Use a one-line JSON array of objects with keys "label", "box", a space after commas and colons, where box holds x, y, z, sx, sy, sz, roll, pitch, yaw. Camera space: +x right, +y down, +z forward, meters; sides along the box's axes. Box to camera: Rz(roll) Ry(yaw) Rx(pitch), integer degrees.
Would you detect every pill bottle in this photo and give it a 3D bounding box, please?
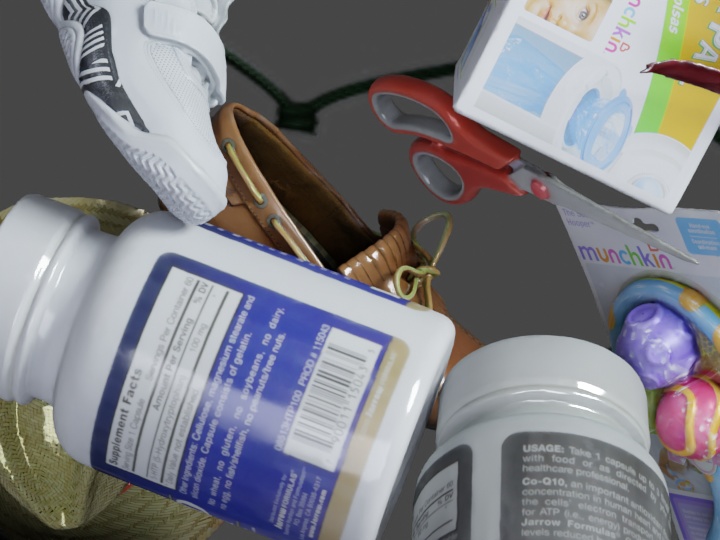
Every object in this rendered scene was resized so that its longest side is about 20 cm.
[{"label": "pill bottle", "box": [-0.069, 0.042, 1.033, 0.199, 0.120, 0.120, 21, 106, 6]}, {"label": "pill bottle", "box": [0.077, 0.133, 0.997, 0.113, 0.201, 0.114, 3, 139, 3]}]

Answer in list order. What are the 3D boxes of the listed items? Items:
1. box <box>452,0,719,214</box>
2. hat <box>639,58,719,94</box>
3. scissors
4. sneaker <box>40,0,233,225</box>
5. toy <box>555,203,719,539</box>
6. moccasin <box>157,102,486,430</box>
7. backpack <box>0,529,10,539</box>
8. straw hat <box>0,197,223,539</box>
[{"label": "box", "box": [0.133, -0.145, 1.040, 0.112, 0.101, 0.201, 25, 106, -4]}, {"label": "hat", "box": [0.241, -0.032, 1.036, 0.175, 0.166, 0.201, -20, 96, 10]}, {"label": "scissors", "box": [0.070, -0.046, 1.040, 0.014, 0.200, 0.073, -39, 120, -20]}, {"label": "sneaker", "box": [-0.076, -0.121, 1.036, 0.115, 0.075, 0.200, -30, 59, 4]}, {"label": "toy", "box": [0.148, 0.067, 1.086, 0.047, 0.115, 0.201, -37, 114, -28]}, {"label": "moccasin", "box": [0.001, -0.001, 1.106, 0.201, 0.074, 0.078, 44, 121, 0]}, {"label": "backpack", "box": [-0.177, 0.235, 1.131, 0.177, 0.151, 0.200, 16, 138, 4]}, {"label": "straw hat", "box": [-0.143, 0.072, 1.127, 0.200, 0.085, 0.202, 1, 106, 3]}]
